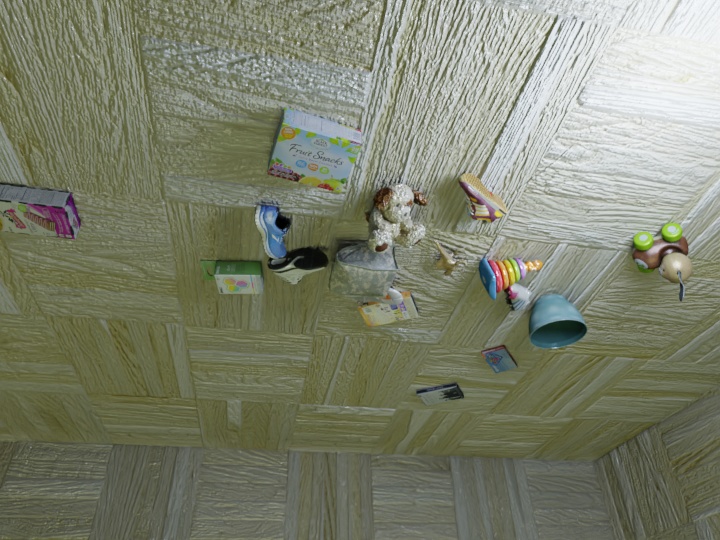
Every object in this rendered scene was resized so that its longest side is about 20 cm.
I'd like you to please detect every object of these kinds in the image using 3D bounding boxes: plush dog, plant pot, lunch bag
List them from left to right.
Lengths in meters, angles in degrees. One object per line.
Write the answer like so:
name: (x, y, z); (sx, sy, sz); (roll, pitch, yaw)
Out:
lunch bag: (0.000, 0.000, 1.647); (0.197, 0.119, 0.165); (2, 144, -13)
plush dog: (0.089, -0.162, 1.451); (0.198, 0.161, 0.173); (-10, 137, -38)
plant pot: (0.693, 0.173, 1.887); (0.197, 0.136, 0.201); (-1, 143, 0)

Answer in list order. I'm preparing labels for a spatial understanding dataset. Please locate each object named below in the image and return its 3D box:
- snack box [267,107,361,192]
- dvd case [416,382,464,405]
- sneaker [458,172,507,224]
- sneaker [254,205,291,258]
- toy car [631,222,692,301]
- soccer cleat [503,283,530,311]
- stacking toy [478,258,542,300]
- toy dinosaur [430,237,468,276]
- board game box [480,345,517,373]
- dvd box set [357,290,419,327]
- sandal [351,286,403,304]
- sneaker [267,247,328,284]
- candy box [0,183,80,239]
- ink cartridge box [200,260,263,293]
snack box: (-0.116, -0.292, 1.301); (0.197, 0.068, 0.169); (11, 141, -18)
dvd case: (0.381, 0.591, 2.510); (0.197, 0.025, 0.151); (-15, 141, 17)
sneaker: (0.319, -0.187, 1.451); (0.199, 0.076, 0.090); (30, 127, -33)
sneaker: (-0.242, -0.107, 1.528); (0.088, 0.079, 0.201); (-4, 143, 6)
toy car: (0.937, -0.009, 1.605); (0.156, 0.202, 0.164); (-19, 140, 21)
soccer cleat: (0.540, 0.073, 1.810); (0.085, 0.071, 0.200); (-24, 148, 7)
stacking toy: (0.491, 0.002, 1.698); (0.197, 0.110, 0.117); (-16, 134, 0)
toy dinosaur: (0.284, -0.033, 1.665); (0.100, 0.059, 0.201); (-13, 141, 16)
board game box: (0.595, 0.381, 2.250); (0.102, 0.020, 0.200); (-21, 139, 21)
dvd box set: (0.102, 0.142, 1.905); (0.197, 0.030, 0.147); (-13, 142, 13)
sandal: (0.052, 0.065, 1.790); (0.204, 0.060, 0.080); (4, 136, 29)
sneaker: (-0.185, -0.010, 1.677); (0.197, 0.077, 0.116); (-3, 152, 15)
candy box: (-0.894, -0.160, 1.445); (0.197, 0.062, 0.137); (6, 142, -10)
ink cartridge box: (-0.416, 0.023, 1.705); (0.197, 0.060, 0.104); (1, 143, -4)
